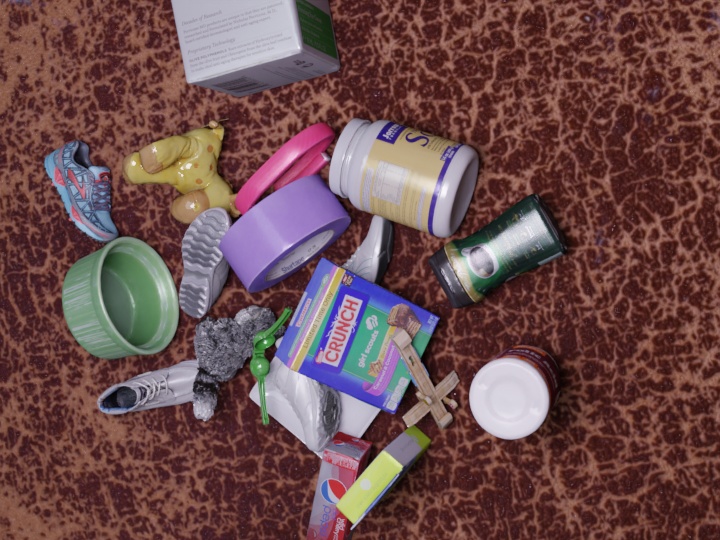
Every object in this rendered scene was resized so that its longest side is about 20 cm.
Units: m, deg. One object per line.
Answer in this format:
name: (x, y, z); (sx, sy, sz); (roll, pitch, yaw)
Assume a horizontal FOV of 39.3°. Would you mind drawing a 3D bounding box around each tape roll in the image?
tape roll: (-0.118, -0.057, 1.583); (0.200, 0.200, 0.085); (-38, 81, 17)

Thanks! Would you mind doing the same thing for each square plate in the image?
square plate: (-0.058, 0.192, 1.669); (0.200, 0.028, 0.199); (38, 105, 13)

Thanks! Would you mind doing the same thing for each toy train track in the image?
toy train track: (0.101, 0.173, 1.553); (0.115, 0.032, 0.201); (-40, 122, -18)

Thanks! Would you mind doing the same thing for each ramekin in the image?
ramekin: (-0.405, 0.053, 1.693); (0.097, 0.200, 0.201); (-16, 88, 26)

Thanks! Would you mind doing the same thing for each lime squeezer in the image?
lime squeezer: (-0.148, 0.144, 1.625); (0.070, 0.038, 0.201); (23, 108, 33)

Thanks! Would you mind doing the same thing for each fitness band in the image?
fitness band: (-0.116, -0.156, 1.605); (0.200, 0.144, 0.037); (-43, 81, 16)

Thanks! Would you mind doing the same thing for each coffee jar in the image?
coffee jar: (0.207, -0.026, 1.536); (0.199, 0.085, 0.105); (-30, 86, 17)

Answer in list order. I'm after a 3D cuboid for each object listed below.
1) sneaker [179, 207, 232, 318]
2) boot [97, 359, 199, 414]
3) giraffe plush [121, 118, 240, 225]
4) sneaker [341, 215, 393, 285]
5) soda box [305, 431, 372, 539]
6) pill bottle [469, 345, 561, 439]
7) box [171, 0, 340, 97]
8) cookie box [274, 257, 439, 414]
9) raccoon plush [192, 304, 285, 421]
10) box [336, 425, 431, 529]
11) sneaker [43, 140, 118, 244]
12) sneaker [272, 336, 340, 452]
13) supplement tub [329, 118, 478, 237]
sneaker: (-0.251, -0.022, 1.670); (0.074, 0.082, 0.201); (27, 121, 11)
boot: (-0.353, 0.209, 1.733); (0.199, 0.096, 0.074); (-20, 87, 19)
giraffe plush: (-0.278, -0.144, 1.675); (0.199, 0.172, 0.163); (-24, 97, -16)
sneaker: (0.000, 0.000, 1.616); (0.080, 0.070, 0.202); (17, 99, 19)
soda box: (-0.037, 0.368, 1.633); (0.063, 0.070, 0.201); (17, 110, 14)
pill bottle: (0.234, 0.171, 1.479); (0.113, 0.200, 0.115); (1, 94, 18)
box: (-0.161, -0.385, 1.577); (0.199, 0.199, 0.173); (-12, 89, 17)
cookie box: (-0.004, 0.101, 1.544); (0.199, 0.075, 0.172); (26, 89, -27)
raccoon plush: (-0.196, 0.149, 1.664); (0.133, 0.097, 0.201); (-9, 68, 19)
box: (0.036, 0.316, 1.554); (0.048, 0.200, 0.122); (41, 104, 11)
sneaker: (-0.474, -0.141, 1.762); (0.095, 0.079, 0.201); (-35, 82, 15)
sneaker: (-0.093, 0.195, 1.635); (0.099, 0.078, 0.202); (-10, 81, 25)
supplement tub: (0.067, -0.146, 1.544); (0.199, 0.145, 0.146); (20, 99, 16)
